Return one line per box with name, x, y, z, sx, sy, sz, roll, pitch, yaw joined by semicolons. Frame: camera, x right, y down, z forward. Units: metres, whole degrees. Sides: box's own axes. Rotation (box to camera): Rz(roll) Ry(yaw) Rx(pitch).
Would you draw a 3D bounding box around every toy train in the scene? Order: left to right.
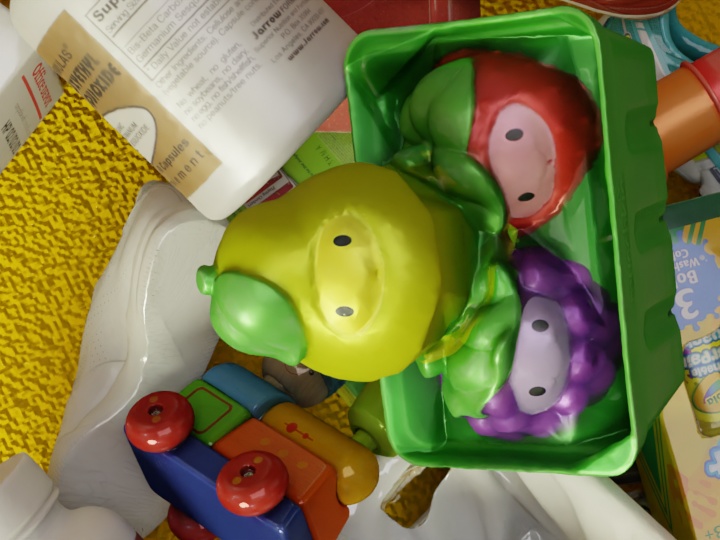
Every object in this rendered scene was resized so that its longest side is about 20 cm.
toy train;-0.011;0.098;0.914;0.116;0.085;0.200;-40;45;-24

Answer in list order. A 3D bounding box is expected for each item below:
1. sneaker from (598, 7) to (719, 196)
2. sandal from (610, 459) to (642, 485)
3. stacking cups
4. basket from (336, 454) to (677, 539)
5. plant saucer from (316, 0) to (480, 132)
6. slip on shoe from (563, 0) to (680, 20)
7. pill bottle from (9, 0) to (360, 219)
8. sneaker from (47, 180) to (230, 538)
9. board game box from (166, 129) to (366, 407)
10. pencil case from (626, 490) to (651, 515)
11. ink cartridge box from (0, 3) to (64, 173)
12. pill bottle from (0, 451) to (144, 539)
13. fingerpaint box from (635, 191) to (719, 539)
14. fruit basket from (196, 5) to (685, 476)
sneaker;0.206;-0.073;1.022;0.200;0.078;0.080;39;115;2
sandal;0.191;0.072;1.025;0.199;0.055;0.082;-22;43;-15
stacking cups;0.125;-0.053;0.978;0.199;0.061;0.061;-28;84;-3
basket;0.084;0.167;0.922;0.136;0.200;0.123;-43;130;-4
plant saucer;-0.033;-0.169;1.025;0.199;0.037;0.200;1;64;-4
slip on shoe;0.074;-0.174;0.978;0.199;0.061;0.074;11;79;-1
pill bottle;-0.100;-0.130;0.913;0.200;0.114;0.114;45;81;-6
sneaker;-0.119;0.050;1.003;0.075;0.088;0.201;13;106;-33
board game box;0.000;0.000;1.025;0.102;0.048;0.200;-41;86;-8
pencil case;0.234;0.145;1.005;0.199;0.078;0.090;-4;66;-5
ink cartridge box;-0.216;-0.079;0.988;0.068;0.115;0.200;35;81;2
pill bottle;-0.128;0.189;0.937;0.112;0.112;0.200;-42;100;-9
fingerpaint box;0.228;0.036;0.948;0.199;0.073;0.168;-13;82;-8
fruit basket;0.040;-0.008;0.840;0.155;0.215;0.217;-1;79;38
